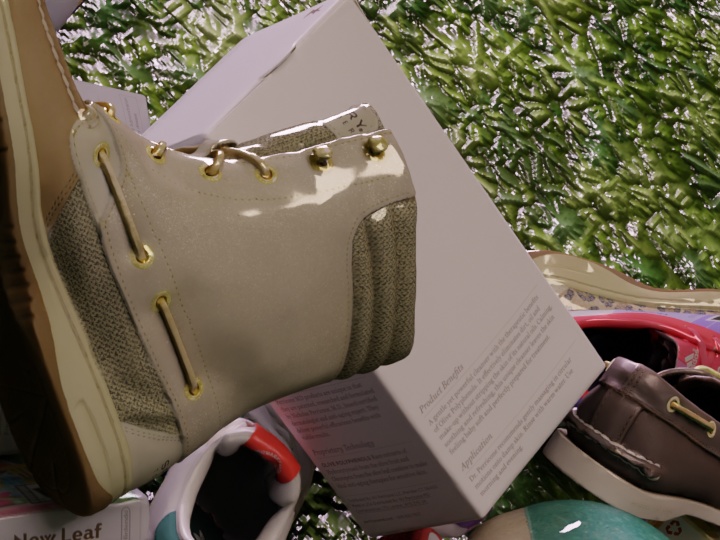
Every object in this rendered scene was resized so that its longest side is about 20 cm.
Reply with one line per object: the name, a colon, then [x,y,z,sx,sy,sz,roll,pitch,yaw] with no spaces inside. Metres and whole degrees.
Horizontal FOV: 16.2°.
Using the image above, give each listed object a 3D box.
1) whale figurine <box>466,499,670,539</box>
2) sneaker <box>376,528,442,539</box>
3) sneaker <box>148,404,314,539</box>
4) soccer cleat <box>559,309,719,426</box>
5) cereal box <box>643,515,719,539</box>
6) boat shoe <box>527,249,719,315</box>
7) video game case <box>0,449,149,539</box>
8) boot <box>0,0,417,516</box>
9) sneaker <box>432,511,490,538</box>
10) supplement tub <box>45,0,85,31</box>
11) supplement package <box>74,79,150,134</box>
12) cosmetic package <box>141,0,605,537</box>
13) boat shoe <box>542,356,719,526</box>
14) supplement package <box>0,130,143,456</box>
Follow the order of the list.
whale figurine: [0.106,0.181,1.083,0.200,0.103,0.159,70,7,-47]
sneaker: [0.022,0.213,1.082,0.115,0.078,0.200,39,51,-20]
sneaker: [-0.047,0.089,1.098,0.070,0.093,0.200,38,39,-8]
soccer cleat: [0.168,0.051,1.258,0.199,0.073,0.068,3,81,-17]
cereal box: [0.212,0.171,1.244,0.200,0.040,0.144,41,10,-4]
boat shoe: [0.156,0.047,1.333,0.199,0.073,0.063,13,54,-18]
video game case: [-0.197,0.070,0.917,0.182,0.022,0.200,-5,16,-27]
boot: [-0.063,-0.036,0.855,0.154,0.072,0.201,-23,109,-29]
sneaker: [0.012,0.027,1.161,0.200,0.088,0.080,57,7,-6]
supplement tub: [-0.172,-0.186,1.191,0.145,0.145,0.200,40,40,-5]
supplement package: [-0.193,-0.020,1.054,0.200,0.114,0.110,12,51,-34]
cosmetic package: [0.000,0.000,1.058,0.108,0.085,0.200,-45,107,-35]
boat shoe: [0.150,0.076,1.155,0.072,0.060,0.200,35,11,28]
supplement package: [-0.191,0.000,0.900,0.199,0.118,0.117,-6,21,-29]
